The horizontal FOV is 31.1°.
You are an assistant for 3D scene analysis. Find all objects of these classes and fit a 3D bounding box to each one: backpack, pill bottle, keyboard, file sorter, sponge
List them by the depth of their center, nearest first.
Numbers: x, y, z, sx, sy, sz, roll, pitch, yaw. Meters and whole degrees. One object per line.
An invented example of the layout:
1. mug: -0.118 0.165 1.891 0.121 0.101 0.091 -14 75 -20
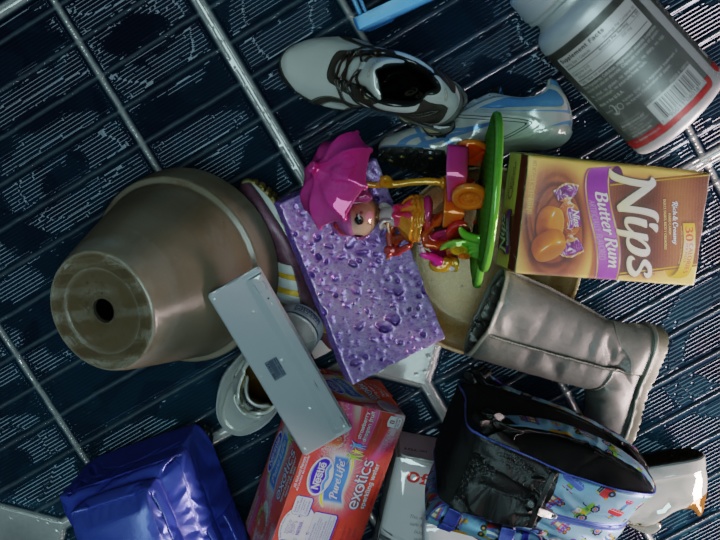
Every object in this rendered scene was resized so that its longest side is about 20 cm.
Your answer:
1. file sorter: 0.067 -0.324 1.229 0.199 0.139 0.123 -24 97 7
2. backpack: 0.173 0.198 1.244 0.199 0.183 0.135 20 101 -4
3. pill bottle: 0.246 -0.221 1.255 0.114 0.114 0.200 -44 97 11
4. keyboard: -0.076 0.091 1.255 0.056 0.011 0.201 -27 113 4
5. sponge: 0.000 0.000 1.304 0.111 0.030 0.201 -24 102 -13
6. backpack: -0.214 0.296 1.365 0.162 0.168 0.201 -18 103 18

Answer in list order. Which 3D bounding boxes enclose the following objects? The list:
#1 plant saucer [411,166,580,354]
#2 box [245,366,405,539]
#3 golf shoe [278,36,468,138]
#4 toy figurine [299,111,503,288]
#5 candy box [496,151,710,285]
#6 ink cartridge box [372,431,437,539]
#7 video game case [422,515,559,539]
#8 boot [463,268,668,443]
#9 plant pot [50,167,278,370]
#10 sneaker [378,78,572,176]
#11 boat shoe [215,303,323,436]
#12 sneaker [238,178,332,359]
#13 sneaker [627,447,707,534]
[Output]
1. plant saucer: 0.130 -0.011 1.347 0.199 0.035 0.202 1 103 3
2. box: -0.039 0.212 1.362 0.099 0.095 0.201 14 104 -22
3. golf shoe: 0.006 -0.194 1.262 0.199 0.094 0.078 15 84 16
4. toy figurine: 0.034 -0.066 1.237 0.183 0.151 0.201 4 145 1
5. candy box: 0.243 -0.052 1.294 0.199 0.056 0.118 3 98 -17
6. ink cartridge box: 0.088 0.289 1.391 0.145 0.086 0.201 11 102 -2
7. video game case: 0.165 0.335 1.350 0.198 0.024 0.183 -4 104 -5
8. boot: 0.199 0.105 1.325 0.199 0.073 0.183 13 100 -23
9. plant pot: -0.205 0.015 1.266 0.199 0.173 0.201 7 110 21
10. sneaker: 0.114 -0.144 1.309 0.199 0.072 0.073 -11 70 10
11. boat shoe: -0.104 0.118 1.332 0.071 0.070 0.200 36 130 -4
12. sneaker: -0.088 0.004 1.340 0.090 0.075 0.201 -30 99 5
13. sneaker: 0.274 0.249 1.381 0.198 0.073 0.085 -8 100 3
